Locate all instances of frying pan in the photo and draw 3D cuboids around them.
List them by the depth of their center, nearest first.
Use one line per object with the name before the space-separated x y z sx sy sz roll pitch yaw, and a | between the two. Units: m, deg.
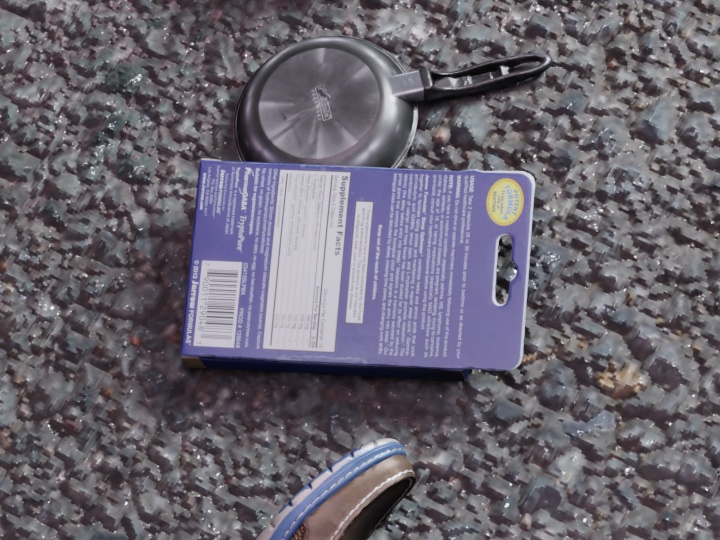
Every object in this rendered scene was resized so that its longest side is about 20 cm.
frying pan | 0.014 -0.091 1.508 0.188 0.031 0.116 5 67 14

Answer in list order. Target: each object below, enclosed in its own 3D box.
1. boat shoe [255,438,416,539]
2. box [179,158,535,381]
boat shoe | -0.033 0.180 1.365 0.072 0.072 0.200 42 87 19
box | 0.000 0.000 1.452 0.198 0.032 0.122 2 74 11
